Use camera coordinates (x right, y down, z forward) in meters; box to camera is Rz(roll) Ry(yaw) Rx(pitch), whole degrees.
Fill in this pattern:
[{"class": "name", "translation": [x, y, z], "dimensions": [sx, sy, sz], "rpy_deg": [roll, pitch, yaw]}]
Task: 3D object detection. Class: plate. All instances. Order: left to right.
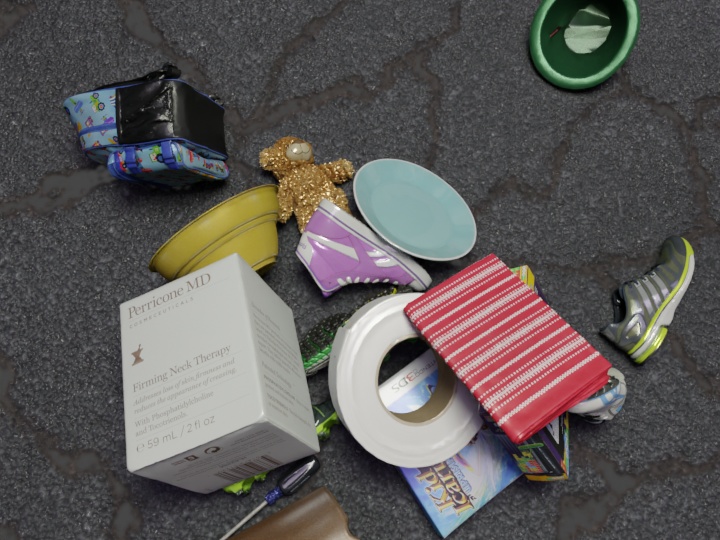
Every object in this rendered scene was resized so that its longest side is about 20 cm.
[{"class": "plate", "translation": [0.076, -0.085, 0.875], "dimensions": [0.196, 0.026, 0.203], "rpy_deg": [16, 45, -16]}]

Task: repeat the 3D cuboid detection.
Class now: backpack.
[{"class": "backpack", "translation": [-0.303, -0.189, 0.849], "dimensions": [0.195, 0.182, 0.138], "rpy_deg": [-5, 89, 10]}]

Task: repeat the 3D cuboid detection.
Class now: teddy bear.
[{"class": "teddy bear", "translation": [-0.070, -0.115, 0.890], "dimensions": [0.141, 0.067, 0.205], "rpy_deg": [-10, 74, -8]}]

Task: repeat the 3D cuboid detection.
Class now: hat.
[{"class": "hat", "translation": [0.384, -0.410, 1.031], "dimensions": [0.164, 0.176, 0.202], "rpy_deg": [37, 112, 7]}]

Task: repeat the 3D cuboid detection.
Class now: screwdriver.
[{"class": "screwdriver", "translation": [-0.132, 0.306, 0.770], "dimensions": [0.198, 0.029, 0.028], "rpy_deg": [-37, 77, -18]}]

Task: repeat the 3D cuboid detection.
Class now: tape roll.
[{"class": "tape roll", "translation": [0.059, 0.129, 0.741], "dimensions": [0.197, 0.071, 0.208], "rpy_deg": [1, 87, -11]}]

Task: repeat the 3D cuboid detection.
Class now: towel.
[{"class": "towel", "translation": [0.158, 0.078, 0.667], "dimensions": [0.142, 0.023, 0.201], "rpy_deg": [-27, 54, -18]}]

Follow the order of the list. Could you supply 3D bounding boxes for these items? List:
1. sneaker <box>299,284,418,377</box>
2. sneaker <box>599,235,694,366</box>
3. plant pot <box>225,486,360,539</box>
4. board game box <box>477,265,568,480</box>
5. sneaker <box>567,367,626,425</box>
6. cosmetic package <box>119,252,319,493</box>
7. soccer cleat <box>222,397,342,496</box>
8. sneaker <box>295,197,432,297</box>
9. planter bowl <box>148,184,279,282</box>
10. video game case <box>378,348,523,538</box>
[{"class": "sneaker", "translation": [-0.004, 0.102, 0.819], "dimensions": [0.196, 0.078, 0.087], "rpy_deg": [-25, 112, 4]}, {"class": "sneaker", "translation": [0.412, 0.029, 0.866], "dimensions": [0.080, 0.074, 0.202], "rpy_deg": [28, 72, 10]}, {"class": "plant pot", "translation": [-0.086, 0.366, 0.679], "dimensions": [0.195, 0.201, 0.203], "rpy_deg": [-28, 75, -18]}, {"class": "board game box", "translation": [0.207, 0.127, 0.749], "dimensions": [0.056, 0.166, 0.203], "rpy_deg": [-14, 42, 32]}, {"class": "sneaker", "translation": [0.294, 0.163, 0.762], "dimensions": [0.070, 0.198, 0.075], "rpy_deg": [2, 87, 33]}, {"class": "cosmetic package", "translation": [-0.166, 0.128, 0.718], "dimensions": [0.164, 0.167, 0.204], "rpy_deg": [-22, 59, 8]}, {"class": "soccer cleat", "translation": [-0.104, 0.209, 0.788], "dimensions": [0.197, 0.068, 0.082], "rpy_deg": [-32, 70, -10]}, {"class": "sneaker", "translation": [0.000, 0.000, 0.849], "dimensions": [0.198, 0.073, 0.116], "rpy_deg": [31, 90, -15]}, {"class": "planter bowl", "translation": [-0.170, -0.021, 0.795], "dimensions": [0.198, 0.200, 0.084], "rpy_deg": [-34, 89, -12]}, {"class": "video game case", "translation": [0.120, 0.210, 0.808], "dimensions": [0.179, 0.046, 0.202], "rpy_deg": [-33, 77, -11]}]
